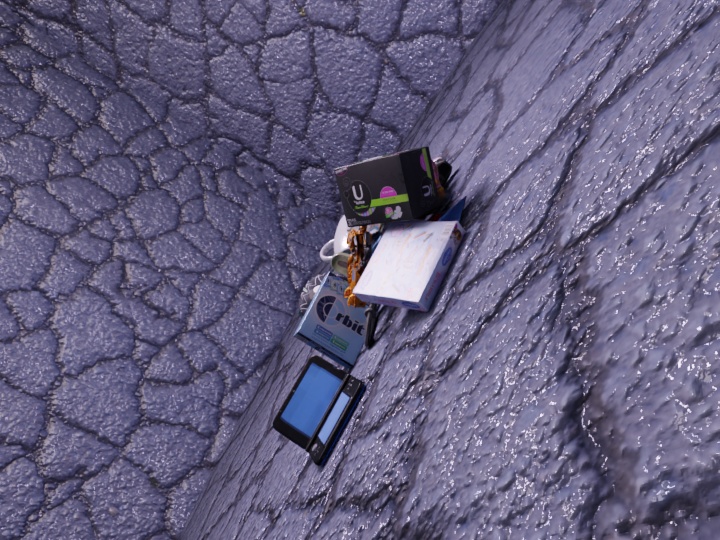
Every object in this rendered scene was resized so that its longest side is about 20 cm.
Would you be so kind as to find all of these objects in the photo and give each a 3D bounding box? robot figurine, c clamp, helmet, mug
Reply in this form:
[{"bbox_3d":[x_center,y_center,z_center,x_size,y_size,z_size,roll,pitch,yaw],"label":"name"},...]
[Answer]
[{"bbox_3d":[-0.006,-0.016,1.346,0.145,0.058,0.202,-126,38,-75],"label":"robot figurine"},{"bbox_3d":[0.029,0.084,1.359,0.201,0.027,0.172,-77,-4,-49],"label":"c clamp"},{"bbox_3d":[-0.082,0.099,1.567,0.201,0.190,0.200,-60,6,11],"label":"helmet"},{"bbox_3d":[-0.036,-0.078,1.716,0.199,0.148,0.176,-14,33,19],"label":"mug"}]

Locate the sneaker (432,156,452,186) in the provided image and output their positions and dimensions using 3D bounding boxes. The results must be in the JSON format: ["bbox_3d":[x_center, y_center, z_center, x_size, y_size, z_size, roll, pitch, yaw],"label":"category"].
[{"bbox_3d":[0.202,-0.224,1.549,0.087,0.080,0.201,-98,32,-55],"label":"sneaker"}]

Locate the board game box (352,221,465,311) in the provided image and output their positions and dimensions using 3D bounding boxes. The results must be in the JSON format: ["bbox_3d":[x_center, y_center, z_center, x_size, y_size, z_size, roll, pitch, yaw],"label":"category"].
[{"bbox_3d":[0.102,-0.016,1.162,0.199,0.041,0.201,6,61,48],"label":"board game box"}]

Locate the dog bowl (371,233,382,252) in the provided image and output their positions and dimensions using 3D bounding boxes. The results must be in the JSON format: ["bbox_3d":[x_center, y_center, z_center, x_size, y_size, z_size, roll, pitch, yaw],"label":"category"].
[{"bbox_3d":[0.076,-0.039,1.407,0.050,0.111,0.200,-48,-1,-45],"label":"dog bowl"}]

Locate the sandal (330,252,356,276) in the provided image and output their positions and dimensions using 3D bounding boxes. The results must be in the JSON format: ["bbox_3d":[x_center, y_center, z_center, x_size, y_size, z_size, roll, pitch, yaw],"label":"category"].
[{"bbox_3d":[-0.001,0.001,1.538,0.057,0.200,0.080,-14,-65,-67],"label":"sandal"}]

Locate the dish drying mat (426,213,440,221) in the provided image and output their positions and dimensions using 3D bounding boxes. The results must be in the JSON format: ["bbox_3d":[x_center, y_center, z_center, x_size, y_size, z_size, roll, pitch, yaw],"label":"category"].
[{"bbox_3d":[0.159,-0.099,1.485,0.077,0.018,0.200,-63,10,-19],"label":"dish drying mat"}]

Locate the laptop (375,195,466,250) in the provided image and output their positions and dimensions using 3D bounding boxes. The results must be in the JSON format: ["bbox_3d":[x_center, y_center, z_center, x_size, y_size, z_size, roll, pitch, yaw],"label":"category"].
[{"bbox_3d":[0.129,-0.079,1.245,0.116,0.199,0.188,77,-152,-52],"label":"laptop"}]

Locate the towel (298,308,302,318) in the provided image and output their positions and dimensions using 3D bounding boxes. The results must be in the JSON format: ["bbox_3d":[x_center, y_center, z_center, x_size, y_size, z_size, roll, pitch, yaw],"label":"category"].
[{"bbox_3d":[-0.092,0.090,1.731,0.022,0.199,0.147,61,144,31],"label":"towel"}]

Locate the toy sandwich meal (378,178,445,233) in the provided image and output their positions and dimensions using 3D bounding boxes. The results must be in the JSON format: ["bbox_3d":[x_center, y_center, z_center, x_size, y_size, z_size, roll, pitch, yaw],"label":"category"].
[{"bbox_3d":[0.135,-0.159,1.431,0.205,0.070,0.205,-40,-14,-12],"label":"toy sandwich meal"}]

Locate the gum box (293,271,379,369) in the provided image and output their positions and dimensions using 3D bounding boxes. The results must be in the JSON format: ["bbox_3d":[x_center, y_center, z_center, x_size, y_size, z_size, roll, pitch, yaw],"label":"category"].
[{"bbox_3d":[-0.058,0.129,1.423,0.045,0.169,0.201,-43,18,56],"label":"gum box"}]

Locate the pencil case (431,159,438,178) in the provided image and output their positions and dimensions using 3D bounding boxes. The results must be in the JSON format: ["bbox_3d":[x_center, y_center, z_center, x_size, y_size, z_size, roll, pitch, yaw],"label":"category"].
[{"bbox_3d":[0.132,-0.249,1.519,0.200,0.086,0.083,-25,70,49],"label":"pencil case"}]

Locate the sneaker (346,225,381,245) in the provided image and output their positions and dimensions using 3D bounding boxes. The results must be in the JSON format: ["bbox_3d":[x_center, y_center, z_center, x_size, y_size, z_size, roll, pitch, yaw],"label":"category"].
[{"bbox_3d":[0.016,-0.115,1.503,0.075,0.086,0.200,-55,-10,13],"label":"sneaker"}]

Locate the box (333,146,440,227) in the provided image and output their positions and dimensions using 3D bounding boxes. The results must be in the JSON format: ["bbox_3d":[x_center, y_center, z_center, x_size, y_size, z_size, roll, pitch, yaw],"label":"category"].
[{"bbox_3d":[0.062,-0.193,1.258,0.199,0.150,0.124,-3,16,43],"label":"box"}]

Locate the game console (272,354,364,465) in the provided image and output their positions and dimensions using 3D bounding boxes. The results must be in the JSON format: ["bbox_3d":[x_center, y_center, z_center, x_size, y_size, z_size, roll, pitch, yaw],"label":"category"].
[{"bbox_3d":[-0.099,0.308,1.218,0.201,0.118,0.171,-61,9,-10],"label":"game console"}]
